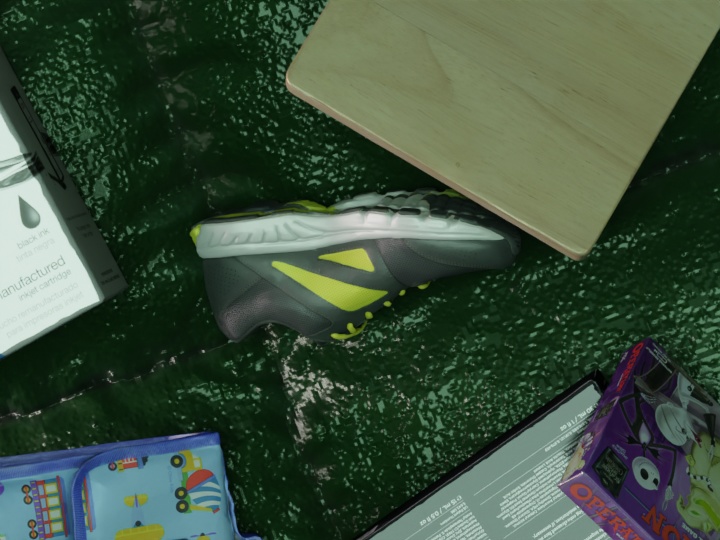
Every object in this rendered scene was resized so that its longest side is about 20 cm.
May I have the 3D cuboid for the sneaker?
[{"bbox_3d":[0.000,0.000,1.756,0.199,0.074,0.085,-2,102,18],"label":"sneaker"}]

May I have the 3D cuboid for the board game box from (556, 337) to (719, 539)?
[{"bbox_3d":[0.207,0.145,1.699,0.200,0.120,0.032,43,139,-12],"label":"board game box"}]

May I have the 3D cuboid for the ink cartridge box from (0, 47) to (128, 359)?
[{"bbox_3d":[-0.251,-0.040,1.771,0.145,0.084,0.201,-29,92,8],"label":"ink cartridge box"}]

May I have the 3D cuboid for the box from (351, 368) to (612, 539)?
[{"bbox_3d":[0.096,0.173,1.751,0.199,0.079,0.142,-35,88,7],"label":"box"}]

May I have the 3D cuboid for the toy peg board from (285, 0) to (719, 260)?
[{"bbox_3d":[0.089,-0.134,1.732,0.199,0.098,0.200,30,82,3],"label":"toy peg board"}]

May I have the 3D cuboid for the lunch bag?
[{"bbox_3d":[-0.156,0.181,1.788,0.199,0.094,0.152,-9,93,-5],"label":"lunch bag"}]
